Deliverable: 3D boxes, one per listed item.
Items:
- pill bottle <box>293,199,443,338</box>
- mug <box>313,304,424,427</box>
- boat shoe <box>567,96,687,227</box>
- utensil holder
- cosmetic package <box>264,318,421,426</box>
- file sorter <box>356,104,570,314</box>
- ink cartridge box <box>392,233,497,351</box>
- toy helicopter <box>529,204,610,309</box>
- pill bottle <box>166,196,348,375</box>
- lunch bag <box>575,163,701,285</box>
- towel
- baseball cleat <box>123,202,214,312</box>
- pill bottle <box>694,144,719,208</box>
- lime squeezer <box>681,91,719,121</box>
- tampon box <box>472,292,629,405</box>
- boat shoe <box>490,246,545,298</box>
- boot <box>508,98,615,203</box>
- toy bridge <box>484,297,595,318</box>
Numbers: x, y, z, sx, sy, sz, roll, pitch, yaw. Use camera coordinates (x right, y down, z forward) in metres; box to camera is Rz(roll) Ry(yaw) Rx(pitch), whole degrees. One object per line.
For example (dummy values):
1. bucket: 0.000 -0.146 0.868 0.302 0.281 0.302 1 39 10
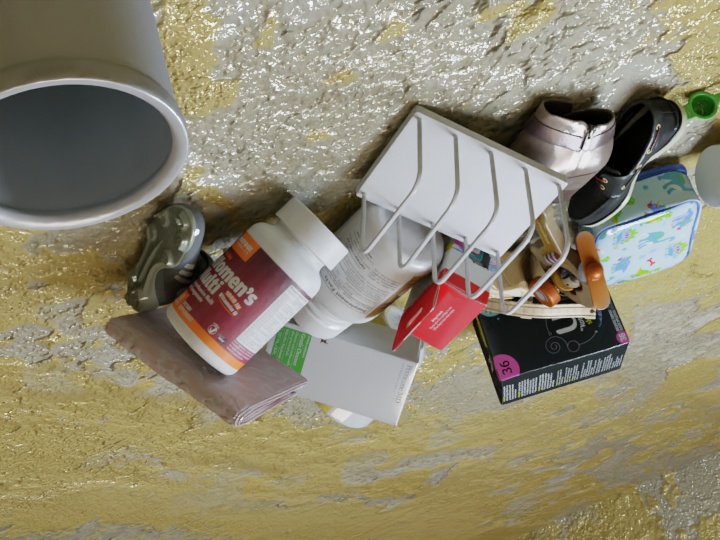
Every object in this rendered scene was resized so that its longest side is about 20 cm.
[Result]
1. pill bottle: 0.000 0.000 1.245 0.114 0.114 0.200 8 143 -40
2. mug: 0.002 0.126 1.457 0.153 0.150 0.186 -42 151 26
3. boat shoe: 0.310 -0.131 1.226 0.063 0.074 0.201 -3 143 -35
4. utensil holder: -0.226 -0.158 0.733 0.170 0.200 0.170 -13 152 -7
5. cosmetic package: -0.027 0.121 1.358 0.200 0.085 0.108 16 112 1
6. file sorter: 0.112 -0.059 1.108 0.200 0.125 0.139 23 132 -18
7. ink cartridge box: 0.113 0.015 1.246 0.067 0.200 0.116 29 139 -8
8. toy helicopter: 0.268 -0.024 1.329 0.079 0.132 0.200 -41 123 -12
9. pill bottle: -0.116 0.016 1.154 0.200 0.110 0.110 -45 150 -2
10. lunch bag: 0.385 -0.059 1.391 0.161 0.083 0.200 -18 153 3
11. towel: -0.182 0.109 1.217 0.032 0.200 0.191 -62 164 14
12. baseball cleat: -0.206 -0.020 1.162 0.106 0.070 0.200 -12 160 -39
13. pill bottle: 0.548 -0.130 1.323 0.200 0.111 0.111 -6 151 -20
14. lime squeezer: 0.404 -0.185 1.220 0.200 0.038 0.071 -33 149 27
15. tampon box: 0.287 0.095 1.544 0.200 0.150 0.126 -17 154 0
16. boat shoe: 0.208 0.004 1.432 0.069 0.074 0.200 -8 171 38
17. boot: 0.197 -0.136 1.173 0.200 0.070 0.146 -5 143 -17
18. toy bridge: 0.242 0.052 1.463 0.200 0.027 0.067 4 -170 9
